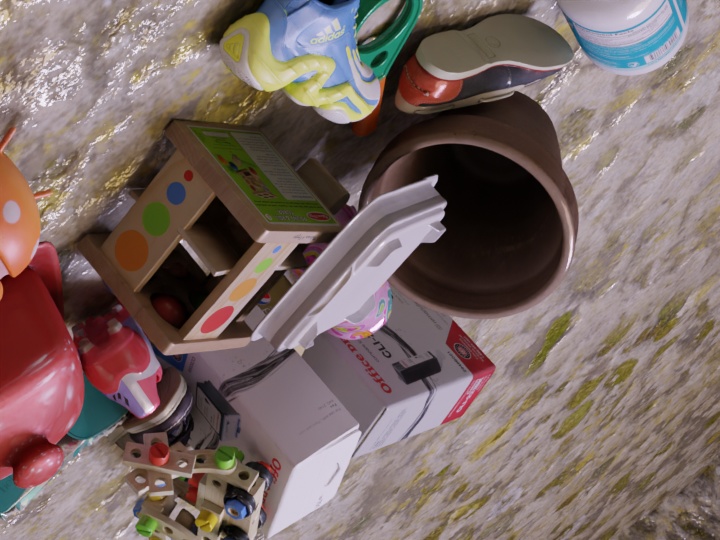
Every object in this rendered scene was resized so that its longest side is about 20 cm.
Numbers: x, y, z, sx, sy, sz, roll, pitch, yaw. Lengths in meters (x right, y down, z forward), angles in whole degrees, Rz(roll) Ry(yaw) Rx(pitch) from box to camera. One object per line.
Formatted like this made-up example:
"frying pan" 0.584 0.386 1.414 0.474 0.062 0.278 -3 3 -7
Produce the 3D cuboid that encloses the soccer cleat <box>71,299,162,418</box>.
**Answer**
"soccer cleat" -0.198 0.072 1.613 0.067 0.077 0.200 -31 -171 -3

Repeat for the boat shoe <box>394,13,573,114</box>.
"boat shoe" 0.112 -0.182 1.748 0.200 0.071 0.063 -17 148 -43

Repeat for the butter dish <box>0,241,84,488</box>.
"butter dish" -0.286 0.106 1.512 0.199 0.148 0.200 -33 158 -22

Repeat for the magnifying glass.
"magnifying glass" 0.012 -0.179 1.653 0.079 0.022 0.200 -33 157 -22

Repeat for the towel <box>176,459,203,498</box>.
"towel" -0.144 0.199 1.986 0.146 0.022 0.200 -21 -178 -9

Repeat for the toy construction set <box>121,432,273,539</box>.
"toy construction set" -0.152 0.201 1.750 0.092 0.131 0.200 -60 167 -24

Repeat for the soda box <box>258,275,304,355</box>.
"soda box" -0.111 0.095 1.931 0.068 0.064 0.200 -25 155 -37

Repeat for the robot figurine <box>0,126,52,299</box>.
"robot figurine" -0.298 -0.017 1.285 0.200 0.144 0.117 -37 -166 -11

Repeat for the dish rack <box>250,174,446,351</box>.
"dish rack" 0.000 0.000 1.642 0.172 0.044 0.200 -47 171 20

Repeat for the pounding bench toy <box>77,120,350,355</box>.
"pounding bench toy" -0.108 -0.021 1.608 0.156 0.124 0.200 -49 159 21

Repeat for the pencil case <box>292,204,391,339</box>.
"pencil case" -0.020 0.000 1.869 0.087 0.087 0.200 -38 158 -7

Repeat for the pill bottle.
"pill bottle" 0.234 -0.257 1.760 0.111 0.111 0.200 -42 160 3

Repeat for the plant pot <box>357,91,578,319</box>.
"plant pot" 0.115 -0.083 1.798 0.200 0.200 0.175 -58 -176 38

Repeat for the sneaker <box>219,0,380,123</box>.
"sneaker" -0.021 -0.178 1.513 0.105 0.076 0.200 -49 158 19

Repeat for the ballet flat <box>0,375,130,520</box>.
"ballet flat" -0.275 0.142 1.743 0.200 0.076 0.064 -40 -168 -6

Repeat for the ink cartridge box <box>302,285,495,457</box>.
"ink cartridge box" 0.023 0.100 2.041 0.200 0.144 0.084 -16 147 -50

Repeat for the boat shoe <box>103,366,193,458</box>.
"boat shoe" -0.185 0.140 1.790 0.072 0.065 0.200 -54 -169 -23

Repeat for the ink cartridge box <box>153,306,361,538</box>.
"ink cartridge box" -0.104 0.126 1.807 0.086 0.200 0.147 -29 156 -30
